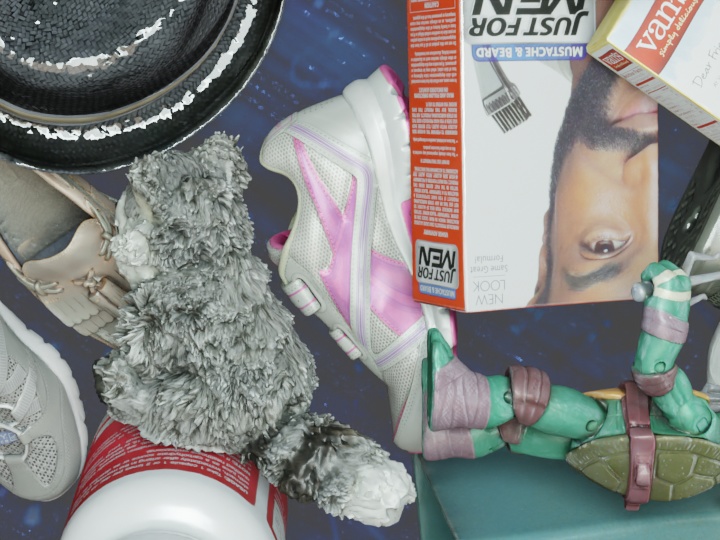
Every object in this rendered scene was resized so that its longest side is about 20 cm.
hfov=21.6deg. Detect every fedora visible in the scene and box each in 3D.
[{"bbox_3d":[-0.121,-0.140,0.893,0.199,0.092,0.203,-2,97,-14],"label":"fedora"}]

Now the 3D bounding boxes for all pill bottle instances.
[{"bbox_3d":[-0.093,0.136,0.952,0.111,0.200,0.113,0,108,0],"label":"pill bottle"}]

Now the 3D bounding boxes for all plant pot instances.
[{"bbox_3d":[0.140,0.162,0.998,0.198,0.141,0.143,-9,108,-6],"label":"plant pot"}]

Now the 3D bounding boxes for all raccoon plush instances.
[{"bbox_3d":[-0.043,0.019,0.918,0.199,0.097,0.135,21,116,16],"label":"raccoon plush"}]

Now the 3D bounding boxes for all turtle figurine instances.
[{"bbox_3d":[0.129,0.061,0.895,0.198,0.101,0.150,0,144,-2],"label":"turtle figurine"}]

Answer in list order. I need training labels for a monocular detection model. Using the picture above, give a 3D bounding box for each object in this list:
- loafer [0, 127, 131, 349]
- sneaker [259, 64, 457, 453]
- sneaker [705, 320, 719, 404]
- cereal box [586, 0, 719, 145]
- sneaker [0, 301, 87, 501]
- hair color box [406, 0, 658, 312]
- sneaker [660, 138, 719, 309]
[{"bbox_3d":[-0.165,-0.024,0.972,0.072,0.063,0.200,-39,104,11],"label":"loafer"},{"bbox_3d":[0.000,0.000,0.977,0.087,0.081,0.202,-12,99,5],"label":"sneaker"},{"bbox_3d":[0.281,0.065,1.007,0.198,0.075,0.089,16,119,2],"label":"sneaker"},{"bbox_3d":[0.224,-0.108,0.880,0.199,0.040,0.144,34,83,-6],"label":"cereal box"},{"bbox_3d":[-0.208,0.053,0.969,0.074,0.082,0.201,-12,125,21],"label":"sneaker"},{"bbox_3d":[0.084,-0.085,0.915,0.110,0.064,0.202,-4,97,-24],"label":"hair color box"},{"bbox_3d":[0.239,-0.062,0.946,0.114,0.076,0.201,25,87,-14],"label":"sneaker"}]
